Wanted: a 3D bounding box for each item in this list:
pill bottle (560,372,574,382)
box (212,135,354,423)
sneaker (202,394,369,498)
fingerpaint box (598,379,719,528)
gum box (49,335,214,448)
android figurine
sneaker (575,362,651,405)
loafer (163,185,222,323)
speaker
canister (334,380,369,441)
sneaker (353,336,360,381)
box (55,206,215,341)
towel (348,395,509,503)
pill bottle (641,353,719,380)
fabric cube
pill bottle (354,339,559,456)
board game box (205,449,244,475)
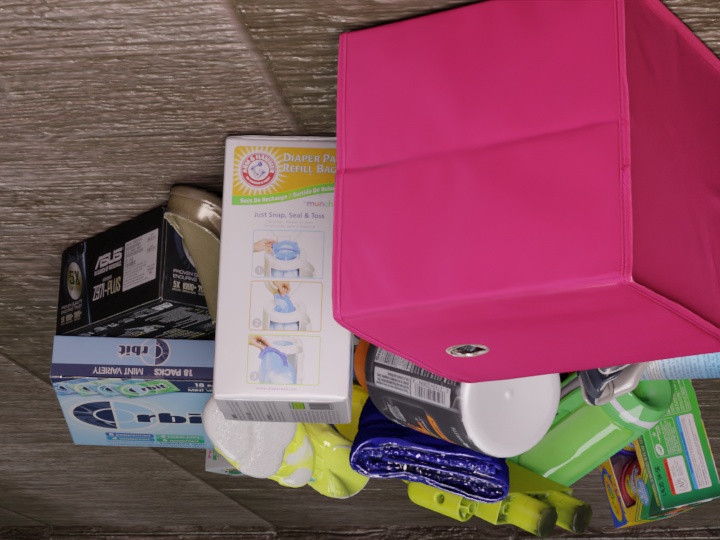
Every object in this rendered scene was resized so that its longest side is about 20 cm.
[{"bbox_3d":[0.142,0.088,1.784,0.106,0.107,0.199,-11,161,38],"label":"pill bottle"},{"bbox_3d":[-0.054,0.009,1.330,0.101,0.201,0.113,1,167,1],"label":"box"},{"bbox_3d":[-0.083,0.149,1.627,0.200,0.076,0.105,34,-175,-37],"label":"sneaker"},{"bbox_3d":[0.296,0.159,1.832,0.073,0.201,0.167,-11,168,-11],"label":"fingerpaint box"},{"bbox_3d":[-0.199,0.119,1.663,0.169,0.045,0.200,2,157,-1],"label":"gum box"},{"bbox_3d":[0.119,0.208,1.677,0.199,0.041,0.182,18,-172,37],"label":"android figurine"},{"bbox_3d":[0.167,0.042,1.520,0.201,0.147,0.077,1,151,-5],"label":"sneaker"},{"bbox_3d":[-0.100,0.013,1.451,0.200,0.068,0.076,51,156,-26],"label":"loafer"},{"bbox_3d":[0.220,0.157,1.748,0.088,0.089,0.200,12,141,-35],"label":"speaker"},{"bbox_3d":[-0.075,0.124,1.808,0.199,0.087,0.148,25,177,31],"label":"canister"},{"bbox_3d":[-0.033,0.051,1.742,0.199,0.079,0.075,25,-175,-37],"label":"sneaker"},{"bbox_3d":[-0.159,0.017,1.582,0.163,0.087,0.200,12,161,-34],"label":"box"},{"bbox_3d":[0.069,0.156,1.636,0.147,0.050,0.200,13,-169,1],"label":"towel"},{"bbox_3d":[0.317,0.046,1.610,0.199,0.110,0.109,-3,164,17],"label":"pill bottle"},{"bbox_3d":[0.116,-0.049,1.109,0.198,0.201,0.196,-8,161,29],"label":"fabric cube"},{"bbox_3d":[0.075,0.092,1.517,0.106,0.107,0.200,11,-179,-32],"label":"pill bottle"},{"bbox_3d":[-0.077,0.147,1.937,0.199,0.149,0.064,-8,165,31],"label":"board game box"}]
